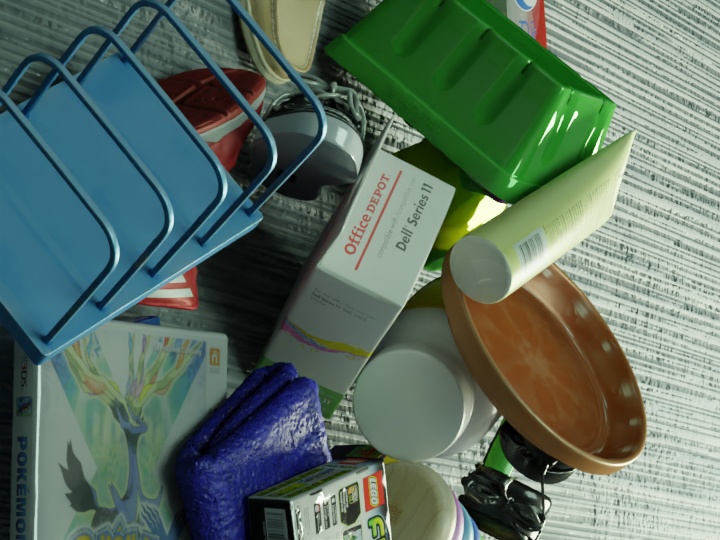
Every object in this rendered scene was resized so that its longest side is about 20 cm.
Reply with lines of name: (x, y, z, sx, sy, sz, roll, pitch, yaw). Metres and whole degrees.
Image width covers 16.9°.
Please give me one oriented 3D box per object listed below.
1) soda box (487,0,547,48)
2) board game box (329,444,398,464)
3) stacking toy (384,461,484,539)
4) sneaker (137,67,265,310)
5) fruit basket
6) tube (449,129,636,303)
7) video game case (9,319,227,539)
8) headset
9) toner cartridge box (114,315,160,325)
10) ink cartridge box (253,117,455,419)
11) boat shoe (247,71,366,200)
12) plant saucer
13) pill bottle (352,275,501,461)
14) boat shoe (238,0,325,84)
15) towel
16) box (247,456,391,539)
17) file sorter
soda box: (0.108, -0.197, 1.955, 0.070, 0.063, 0.200, -7, 94, -58)
board game box: (-0.026, 0.236, 1.710, 0.200, 0.057, 0.165, -34, 115, -55)
stacking toy: (0.064, 0.207, 1.739, 0.200, 0.085, 0.085, 43, 52, -55)
sneaker: (-0.122, -0.047, 1.579, 0.200, 0.078, 0.116, -44, 139, -46)
fruit basket: (0.067, -0.091, 1.802, 0.155, 0.215, 0.216, 9, 80, -58)
tube: (0.136, -0.035, 1.712, 0.200, 0.058, 0.052, -32, 95, -46)
video game case: (-0.144, 0.122, 1.472, 0.200, 0.022, 0.182, 10, 79, -59)
headset: (0.109, 0.140, 1.763, 0.124, 0.094, 0.200, -60, -171, 16)
toner cartridge box: (-0.158, 0.133, 1.512, 0.095, 0.043, 0.200, -15, 101, -57)
ink cartridge box: (0.000, 0.000, 1.645, 0.117, 0.067, 0.200, -66, -176, -37)
boat shoe: (-0.030, -0.094, 1.622, 0.199, 0.074, 0.068, 123, -11, -81)
plant saucer: (0.127, 0.060, 1.724, 0.200, 0.032, 0.200, 36, 31, -26)
pill bottle: (0.059, 0.073, 1.768, 0.200, 0.111, 0.111, -37, 120, -71)
boat shoe: (-0.040, -0.232, 1.707, 0.074, 0.069, 0.200, 15, 75, -58)
towel: (-0.051, 0.175, 1.562, 0.148, 0.050, 0.200, -49, 130, -54)
box: (-0.018, 0.229, 1.543, 0.110, 0.035, 0.200, -17, 105, -55)
file sorter: (-0.140, -0.068, 1.402, 0.139, 0.123, 0.200, 50, 47, 5)
